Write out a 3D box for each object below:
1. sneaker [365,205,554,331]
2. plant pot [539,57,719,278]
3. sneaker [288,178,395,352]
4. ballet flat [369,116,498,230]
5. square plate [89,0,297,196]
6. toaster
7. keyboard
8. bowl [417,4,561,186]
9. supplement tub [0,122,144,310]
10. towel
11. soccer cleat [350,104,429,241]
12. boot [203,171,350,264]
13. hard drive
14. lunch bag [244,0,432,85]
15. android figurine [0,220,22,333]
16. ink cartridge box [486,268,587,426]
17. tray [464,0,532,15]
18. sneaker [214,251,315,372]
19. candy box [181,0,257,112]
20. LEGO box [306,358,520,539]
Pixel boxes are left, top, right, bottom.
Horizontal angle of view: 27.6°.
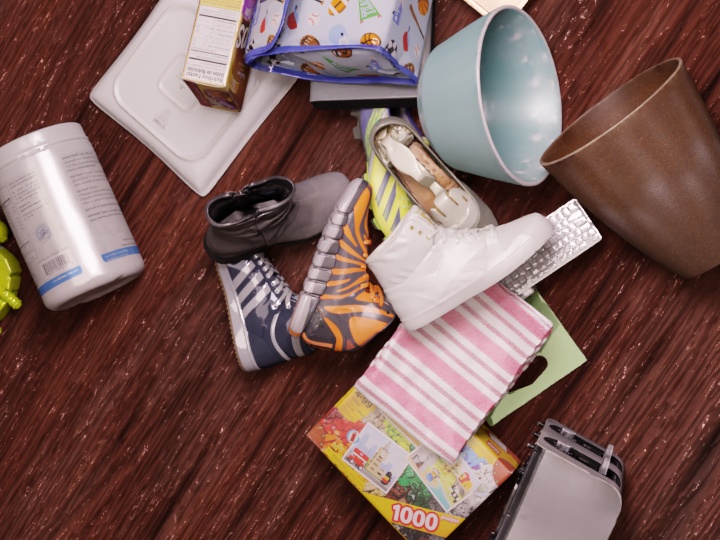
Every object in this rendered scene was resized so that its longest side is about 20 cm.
[{"bbox_3d":[0.104,-0.032,1.606,0.200,0.074,0.116,-33,99,7],"label":"sneaker"},{"bbox_3d":[0.331,-0.097,1.602,0.187,0.187,0.200,-37,99,13],"label":"plant pot"},{"bbox_3d":[0.000,0.000,1.687,0.112,0.078,0.200,20,98,-4],"label":"sneaker"},{"bbox_3d":[0.080,-0.091,1.652,0.067,0.064,0.200,-42,89,9],"label":"ballet flat"},{"bbox_3d":[-0.208,-0.227,1.786,0.200,0.028,0.198,41,100,9],"label":"square plate"},{"bbox_3d":[0.213,0.281,1.633,0.119,0.181,0.200,24,97,10],"label":"toaster"},{"bbox_3d":[0.177,-0.003,1.669,0.200,0.011,0.056,-35,84,10],"label":"keyboard"},{"bbox_3d":[0.136,-0.187,1.638,0.105,0.201,0.201,-7,91,33],"label":"bowl"},{"bbox_3d":[-0.358,-0.064,1.778,0.132,0.132,0.200,-24,86,13],"label":"supplement tub"},{"bbox_3d":[0.105,0.098,1.656,0.146,0.030,0.200,37,92,9],"label":"towel"},{"bbox_3d":[0.046,-0.118,1.709,0.084,0.065,0.200,-13,88,25],"label":"soccer cleat"},{"bbox_3d":[-0.086,-0.074,1.679,0.200,0.132,0.070,-28,78,-19],"label":"boot"},{"bbox_3d":[0.017,-0.287,1.699,0.139,0.033,0.200,-1,75,14],"label":"hard drive"},{"bbox_3d":[-0.031,-0.303,1.637,0.200,0.124,0.170,6,76,30],"label":"lunch bag"},{"bbox_3d":[-0.516,0.000,1.867,0.200,0.041,0.182,43,101,10],"label":"android figurine"},{"bbox_3d":[0.147,0.063,1.707,0.145,0.048,0.200,-36,82,12],"label":"ink cartridge box"},{"bbox_3d":[0.191,-0.382,1.679,0.099,0.037,0.200,40,102,8],"label":"tray"},{"bbox_3d":[-0.108,0.016,1.753,0.108,0.070,0.200,-10,95,16],"label":"sneaker"},{"bbox_3d":[-0.151,-0.296,1.701,0.056,0.117,0.200,12,83,6],"label":"candy box"},{"bbox_3d":[0.063,0.209,1.718,0.200,0.077,0.149,45,102,8],"label":"LEGO box"}]
